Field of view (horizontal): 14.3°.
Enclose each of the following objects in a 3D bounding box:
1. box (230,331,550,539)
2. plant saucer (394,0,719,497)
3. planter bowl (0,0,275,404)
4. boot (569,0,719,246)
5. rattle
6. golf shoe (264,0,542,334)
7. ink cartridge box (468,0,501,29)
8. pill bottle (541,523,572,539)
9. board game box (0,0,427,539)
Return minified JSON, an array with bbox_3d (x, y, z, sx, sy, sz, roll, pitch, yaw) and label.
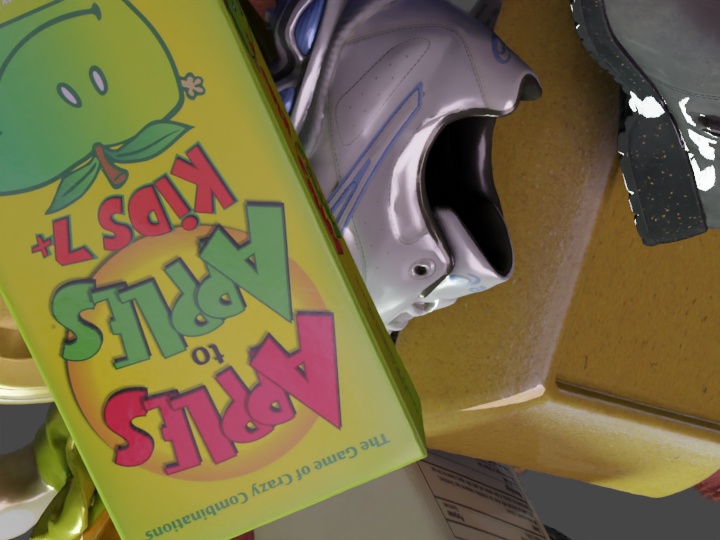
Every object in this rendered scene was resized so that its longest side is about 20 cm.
[{"bbox_3d":[-0.020,0.069,1.097,0.109,0.201,0.128,-34,153,15],"label":"box"},{"bbox_3d":[0.108,-0.016,1.058,0.199,0.048,0.201,16,92,-51],"label":"plant saucer"},{"bbox_3d":[-0.115,-0.019,0.974,0.199,0.084,0.202,-3,121,-6],"label":"planter bowl"},{"bbox_3d":[0.137,-0.088,0.912,0.130,0.068,0.200,-8,139,14],"label":"boot"},{"bbox_3d":[-0.157,0.090,1.109,0.130,0.144,0.200,-20,155,22],"label":"rattle"},{"bbox_3d":[0.000,0.000,0.957,0.078,0.097,0.201,-34,144,-52],"label":"golf shoe"},{"bbox_3d":[0.097,-0.048,1.126,0.198,0.047,0.200,-56,143,-2],"label":"ink cartridge box"},{"bbox_3d":[0.087,0.187,1.411,0.112,0.112,0.200,-37,144,13],"label":"pill bottle"},{"bbox_3d":[-0.064,-0.016,0.898,0.101,0.048,0.201,-23,107,5],"label":"board game box"}]
